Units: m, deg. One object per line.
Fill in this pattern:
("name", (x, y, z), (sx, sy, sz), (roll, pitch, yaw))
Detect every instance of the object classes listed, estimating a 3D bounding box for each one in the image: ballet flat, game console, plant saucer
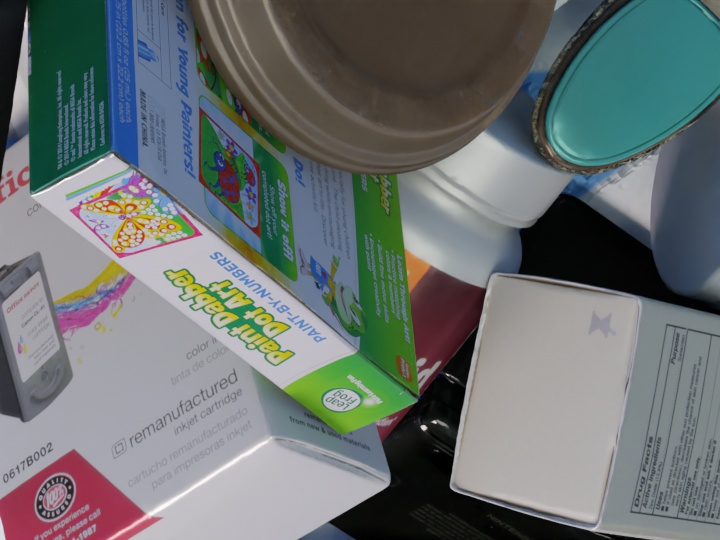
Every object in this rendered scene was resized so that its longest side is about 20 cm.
("ballet flat", (0.149, -0.120, 1.267), (0.200, 0.075, 0.068), (-45, 105, 3))
("game console", (0.100, 0.084, 1.424), (0.200, 0.117, 0.176), (34, 140, -24))
("plant saucer", (0.012, -0.137, 1.145), (0.200, 0.029, 0.201), (0, 90, -42))

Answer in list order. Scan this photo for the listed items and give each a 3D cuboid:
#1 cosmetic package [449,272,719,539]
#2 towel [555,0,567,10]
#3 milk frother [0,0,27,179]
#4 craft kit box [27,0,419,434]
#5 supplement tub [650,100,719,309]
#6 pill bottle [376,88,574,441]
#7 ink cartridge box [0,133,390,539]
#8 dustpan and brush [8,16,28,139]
("cosmetic package", (0.140, 0.067, 1.300), (0.200, 0.087, 0.104), (15, 87, -48))
("towel", (0.055, -0.197, 1.215), (0.149, 0.031, 0.200), (-37, 122, -17))
("milk frother", (-0.243, -0.080, 1.087), (0.200, 0.180, 0.188), (-7, 124, -39))
("craft kit box", (-0.054, -0.065, 1.148), (0.048, 0.200, 0.197), (-28, 137, 26))
("supplement tub", (0.246, -0.027, 1.319), (0.200, 0.132, 0.132), (14, 117, -18))
("pill bottle", (0.000, 0.000, 1.303), (0.114, 0.114, 0.200), (29, 111, -23))
("ink cartridge box", (-0.088, 0.028, 1.233), (0.147, 0.200, 0.086), (-34, 148, 26))
("dustpan and brush", (-0.083, -0.140, 1.238), (0.200, 0.057, 0.140), (-29, 124, -4))
